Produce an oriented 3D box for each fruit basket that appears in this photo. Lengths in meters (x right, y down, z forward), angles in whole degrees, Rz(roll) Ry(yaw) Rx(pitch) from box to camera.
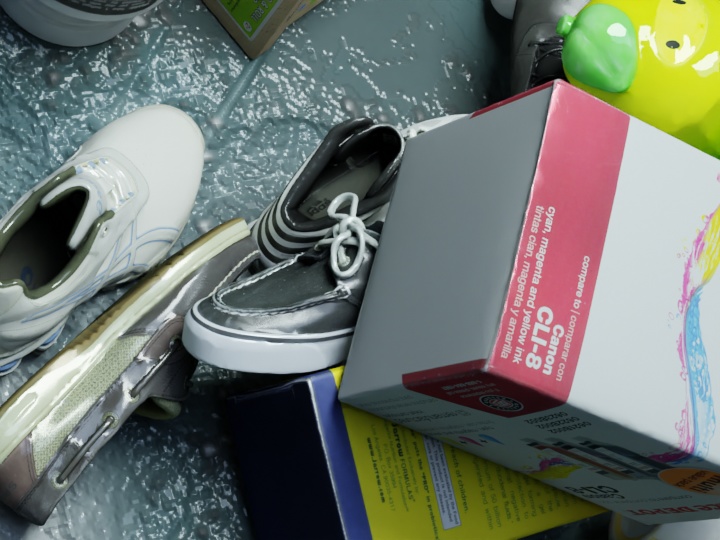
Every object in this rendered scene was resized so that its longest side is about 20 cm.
[{"bbox_3d":[0.213,-0.100,1.086,0.215,0.154,0.218,27,57,-51],"label":"fruit basket"}]

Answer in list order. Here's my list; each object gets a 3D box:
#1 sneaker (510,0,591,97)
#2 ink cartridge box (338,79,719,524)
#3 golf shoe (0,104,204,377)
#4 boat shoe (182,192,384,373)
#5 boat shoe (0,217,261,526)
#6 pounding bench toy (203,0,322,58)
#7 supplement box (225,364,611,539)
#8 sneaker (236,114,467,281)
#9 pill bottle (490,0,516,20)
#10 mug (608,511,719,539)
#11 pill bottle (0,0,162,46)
[{"bbox_3d":[0.118,-0.089,1.127,0.075,0.091,0.202,-1,90,13],"label":"sneaker"},{"bbox_3d":[0.120,0.024,0.939,0.199,0.145,0.146,22,71,-24],"label":"ink cartridge box"},{"bbox_3d":[-0.139,-0.028,1.017,0.078,0.097,0.200,41,56,-2],"label":"golf shoe"},{"bbox_3d":[0.001,0.001,0.999,0.198,0.069,0.074,-8,29,-22],"label":"boat shoe"},{"bbox_3d":[-0.119,0.053,1.011,0.201,0.072,0.066,-43,96,-27],"label":"boat shoe"},{"bbox_3d":[-0.015,-0.249,1.108,0.156,0.200,0.124,-39,88,-32],"label":"pounding bench toy"},{"bbox_3d":[0.046,0.092,1.034,0.199,0.109,0.111,-12,87,-29],"label":"supplement box"},{"bbox_3d":[0.026,-0.050,1.091,0.200,0.115,0.076,-30,81,-32],"label":"sneaker"},{"bbox_3d":[0.189,-0.182,1.227,0.199,0.112,0.113,19,62,-17],"label":"pill bottle"},{"bbox_3d":[0.213,0.175,1.060,0.153,0.149,0.187,35,60,-11],"label":"mug"},{"bbox_3d":[-0.132,-0.204,1.032,0.115,0.200,0.117,9,67,-22],"label":"pill bottle"}]
